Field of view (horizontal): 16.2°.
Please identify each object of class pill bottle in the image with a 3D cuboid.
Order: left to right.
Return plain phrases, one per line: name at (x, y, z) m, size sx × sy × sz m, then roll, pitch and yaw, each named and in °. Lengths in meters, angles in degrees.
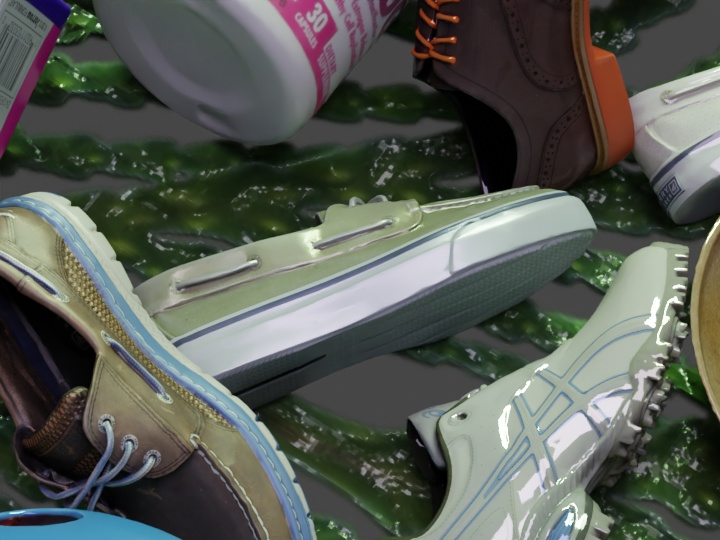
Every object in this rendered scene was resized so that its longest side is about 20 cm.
pill bottle at (-0.016, -0.160, 1.100) m, size 0.113 × 0.113 × 0.200 m, roll 33°, pitch 63°, yaw 10°

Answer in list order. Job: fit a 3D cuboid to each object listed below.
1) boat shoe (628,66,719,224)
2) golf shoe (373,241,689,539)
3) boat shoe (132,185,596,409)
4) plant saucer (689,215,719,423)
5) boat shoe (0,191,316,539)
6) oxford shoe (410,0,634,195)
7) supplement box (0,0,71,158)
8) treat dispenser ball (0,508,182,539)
boat shoe at (0.206, -0.091, 1.124) m, size 0.200 × 0.071 × 0.070 m, roll -26°, pitch 71°, yaw -12°
golf shoe at (0.070, 0.060, 1.022) m, size 0.097 × 0.078 × 0.200 m, roll 22°, pitch 60°, yaw 11°
boat shoe at (0.000, 0.000, 1.043) m, size 0.200 × 0.072 × 0.062 m, roll -20°, pitch 69°, yaw -14°
plant saucer at (0.231, 0.040, 1.070) m, size 0.200 × 0.035 × 0.200 m, roll 5°, pitch 61°, yaw -9°
boat shoe at (-0.099, 0.061, 0.978) m, size 0.200 × 0.072 × 0.072 m, roll 49°, pitch 31°, yaw 11°
oxford shoe at (0.053, -0.113, 1.054) m, size 0.073 × 0.200 × 0.071 m, roll -34°, pitch 28°, yaw -19°
supplement box at (-0.206, -0.039, 0.976) m, size 0.103 × 0.101 × 0.200 m, roll 24°, pitch 88°, yaw 6°
treat dispenser ball at (-0.106, 0.182, 0.858) m, size 0.201 × 0.201 × 0.201 m, roll 3°, pitch 62°, yaw -6°
